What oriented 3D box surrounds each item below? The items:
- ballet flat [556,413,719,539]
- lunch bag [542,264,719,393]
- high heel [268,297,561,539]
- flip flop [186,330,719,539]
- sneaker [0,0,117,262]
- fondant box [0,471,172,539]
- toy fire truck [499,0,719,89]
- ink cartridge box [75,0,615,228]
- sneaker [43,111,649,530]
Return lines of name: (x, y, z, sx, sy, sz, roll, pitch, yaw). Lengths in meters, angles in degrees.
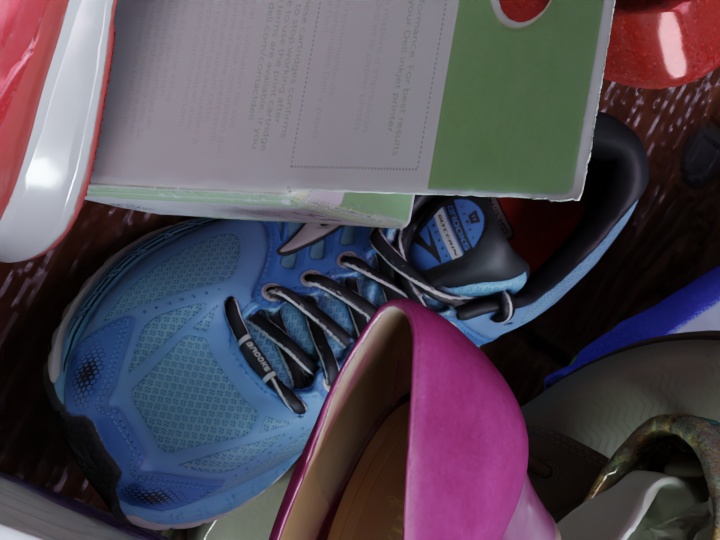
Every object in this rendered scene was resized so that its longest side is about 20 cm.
ballet flat: (0.045, 0.119, 0.724, 0.200, 0.071, 0.071, -55, 132, -20)
lunch bag: (0.133, 0.074, 0.928, 0.170, 0.127, 0.201, -30, 132, -28)
high heel: (-0.022, 0.104, 0.648, 0.200, 0.067, 0.096, -62, 144, -26)
flip flop: (0.041, 0.072, 0.815, 0.058, 0.199, 0.081, -52, 128, -69)
sneaker: (-0.110, -0.096, 0.693, 0.115, 0.078, 0.201, -3, 107, -41)
fondant box: (-0.093, 0.083, 0.725, 0.200, 0.144, 0.058, 28, 85, -43)
toy fire truck: (0.097, -0.115, 0.798, 0.200, 0.168, 0.113, -31, 124, -28)
ink cartridge box: (0.008, -0.084, 0.697, 0.048, 0.200, 0.146, 14, 83, -42)
sneaker: (0.000, 0.000, 0.798, 0.200, 0.090, 0.079, -32, 91, -34)
